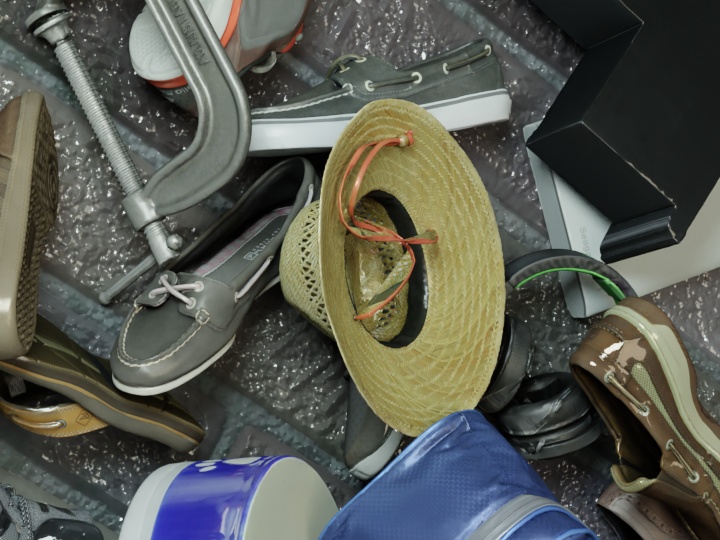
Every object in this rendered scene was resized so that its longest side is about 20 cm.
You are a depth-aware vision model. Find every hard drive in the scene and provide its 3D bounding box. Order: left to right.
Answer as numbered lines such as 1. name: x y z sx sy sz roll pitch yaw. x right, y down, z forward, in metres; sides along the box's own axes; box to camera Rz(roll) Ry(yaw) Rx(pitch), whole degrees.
1. hard drive: 0.212 -0.061 1.576 0.199 0.026 0.133 -19 99 -27

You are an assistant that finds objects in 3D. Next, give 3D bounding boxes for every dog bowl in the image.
1. dog bowl: -0.067 0.208 1.338 0.200 0.078 0.202 -8 90 -71

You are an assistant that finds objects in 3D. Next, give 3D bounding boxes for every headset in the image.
1. headset: 0.103 0.080 1.481 0.200 0.094 0.123 -47 110 -2

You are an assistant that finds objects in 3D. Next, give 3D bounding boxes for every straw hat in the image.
1. straw hat: 0.000 0.000 1.375 0.200 0.085 0.203 11 77 -54

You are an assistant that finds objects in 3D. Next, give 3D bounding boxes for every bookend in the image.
1. bookend: 0.159 -0.147 1.489 0.198 0.092 0.201 39 68 -14

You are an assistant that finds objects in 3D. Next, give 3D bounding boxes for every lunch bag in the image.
1. lunch bag: 0.081 0.194 1.377 0.136 0.132 0.200 -43 147 -1

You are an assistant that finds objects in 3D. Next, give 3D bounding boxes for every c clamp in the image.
1. c clamp: -0.139 -0.099 1.343 0.027 0.170 0.201 -18 84 -50

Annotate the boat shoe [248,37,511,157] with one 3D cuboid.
1. boat shoe: 0.006 -0.107 1.450 0.199 0.068 0.057 -11 93 -33

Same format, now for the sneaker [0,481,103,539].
1. sneaker: -0.212 0.131 1.331 0.113 0.075 0.202 -10 100 -28

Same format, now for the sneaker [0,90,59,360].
1. sneaker: -0.214 -0.031 1.295 0.075 0.201 0.071 -3 130 3

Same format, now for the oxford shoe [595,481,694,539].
1. oxford shoe: 0.220 0.224 1.561 0.072 0.071 0.201 -28 92 -21

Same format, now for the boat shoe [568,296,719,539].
1. boat shoe: 0.190 0.118 1.478 0.075 0.075 0.203 -37 108 -23

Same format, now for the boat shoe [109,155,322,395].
1. boat shoe: -0.086 -0.001 1.373 0.200 0.066 0.057 -43 136 -43

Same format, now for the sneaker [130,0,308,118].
1. sneaker: -0.062 -0.176 1.413 0.200 0.077 0.082 -53 137 -15

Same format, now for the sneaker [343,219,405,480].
1. sneaker: 0.005 0.029 1.453 0.081 0.077 0.202 16 75 -11

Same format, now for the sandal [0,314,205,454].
1. sandal: -0.177 0.069 1.347 0.199 0.082 0.055 30 99 -40
